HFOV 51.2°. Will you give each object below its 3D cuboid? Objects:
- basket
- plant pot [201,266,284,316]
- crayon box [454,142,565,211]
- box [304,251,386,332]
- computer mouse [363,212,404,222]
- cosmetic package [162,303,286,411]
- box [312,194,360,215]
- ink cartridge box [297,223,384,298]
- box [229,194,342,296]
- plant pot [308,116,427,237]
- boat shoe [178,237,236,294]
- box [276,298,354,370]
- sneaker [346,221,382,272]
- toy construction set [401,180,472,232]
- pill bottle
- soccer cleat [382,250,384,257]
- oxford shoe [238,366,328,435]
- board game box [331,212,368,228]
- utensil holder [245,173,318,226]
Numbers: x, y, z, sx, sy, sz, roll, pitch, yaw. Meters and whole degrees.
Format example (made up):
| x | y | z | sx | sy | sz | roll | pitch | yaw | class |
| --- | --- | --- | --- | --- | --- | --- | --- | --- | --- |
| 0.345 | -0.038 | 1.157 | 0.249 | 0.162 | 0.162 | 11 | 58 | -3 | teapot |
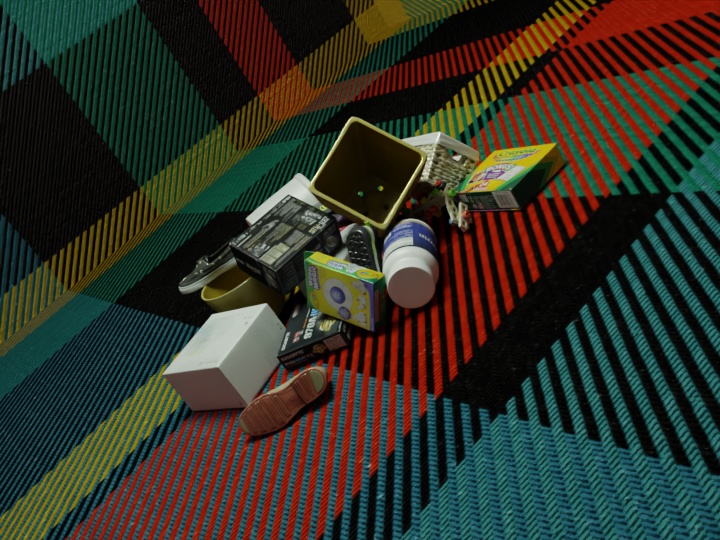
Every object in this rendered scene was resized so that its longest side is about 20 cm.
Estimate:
| x | y | z | sx | sy | sz | roll | pitch | yaw | class |
| --- | --- | --- | --- | --- | --- | --- | --- | --- | --- |
| 0.169 | -0.243 | 1.814 | 0.200 | 0.135 | 0.124 | 3 | 75 | 61 | basket |
| -0.268 | 0.060 | 1.840 | 0.199 | 0.142 | 0.200 | -27 | 24 | 13 | plant pot |
| 0.328 | -0.207 | 1.684 | 0.173 | 0.058 | 0.200 | -45 | 25 | -23 | crayon box |
| -0.042 | 0.038 | 1.519 | 0.199 | 0.118 | 0.048 | 19 | 36 | 33 | box |
| 0.041 | -0.123 | 1.820 | 0.199 | 0.034 | 0.059 | 8 | 16 | 8 | computer mouse |
| -0.287 | 0.191 | 1.638 | 0.199 | 0.123 | 0.200 | -13 | 32 | 40 | cosmetic package |
| -0.075 | -0.133 | 1.943 | 0.192 | 0.048 | 0.200 | -30 | -17 | 10 | box |
| -0.047 | -0.021 | 1.781 | 0.145 | 0.083 | 0.200 | -14 | 29 | 38 | ink cartridge box |
| -0.169 | -0.062 | 1.719 | 0.163 | 0.086 | 0.200 | 27 | 58 | 33 | box |
| 0.023 | -0.186 | 1.692 | 0.196 | 0.193 | 0.200 | -59 | -11 | -10 | plant pot |
| -0.374 | -0.013 | 1.864 | 0.199 | 0.057 | 0.069 | -31 | 23 | 6 | boat shoe |
| -0.085 | 0.114 | 1.616 | 0.158 | 0.046 | 0.200 | -23 | 26 | 21 | box |
| 0.027 | -0.001 | 1.556 | 0.071 | 0.201 | 0.083 | -4 | 6 | 32 | sneaker |
| 0.160 | -0.125 | 1.692 | 0.199 | 0.092 | 0.132 | -14 | 40 | 38 | toy construction set |
| 0.102 | -0.014 | 1.534 | 0.115 | 0.116 | 0.200 | -26 | 25 | 17 | pill bottle |
| 0.000 | 0.000 | 1.638 | 0.076 | 0.067 | 0.200 | 22 | 37 | 35 | soccer cleat |
| -0.141 | 0.249 | 1.429 | 0.199 | 0.071 | 0.074 | -31 | -2 | 9 | oxford shoe |
| -0.058 | -0.113 | 1.902 | 0.199 | 0.032 | 0.120 | -21 | -21 | -11 | board game box |
| -0.200 | -0.147 | 2.122 | 0.200 | 0.170 | 0.170 | -39 | 24 | -8 | utensil holder |
